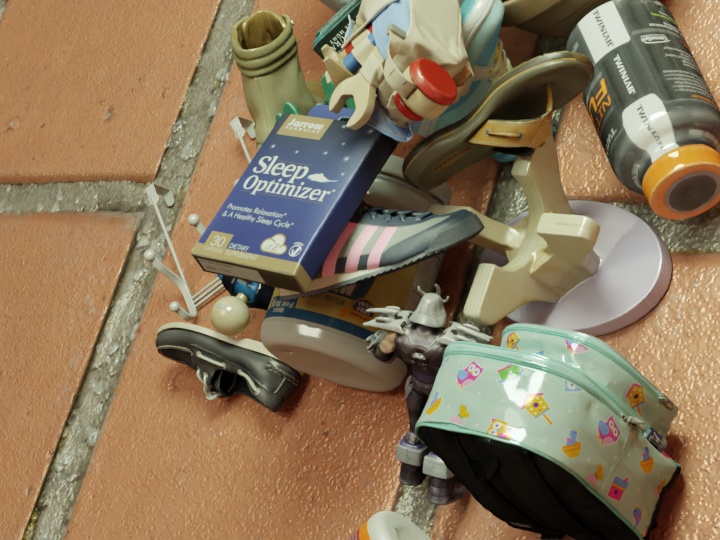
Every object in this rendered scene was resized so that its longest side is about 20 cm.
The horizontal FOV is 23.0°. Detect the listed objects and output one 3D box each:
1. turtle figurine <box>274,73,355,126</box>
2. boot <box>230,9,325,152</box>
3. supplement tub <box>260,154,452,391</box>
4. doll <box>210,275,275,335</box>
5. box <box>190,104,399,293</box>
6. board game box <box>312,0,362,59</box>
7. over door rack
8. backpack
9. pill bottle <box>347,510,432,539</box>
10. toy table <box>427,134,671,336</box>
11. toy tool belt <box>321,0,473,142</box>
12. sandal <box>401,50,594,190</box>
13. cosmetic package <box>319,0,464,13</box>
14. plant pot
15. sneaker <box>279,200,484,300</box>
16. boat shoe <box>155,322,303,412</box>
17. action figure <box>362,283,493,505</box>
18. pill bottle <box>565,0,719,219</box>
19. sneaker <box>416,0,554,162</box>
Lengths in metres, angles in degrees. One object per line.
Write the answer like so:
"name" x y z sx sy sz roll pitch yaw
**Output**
"turtle figurine" 0.008 -0.171 1.718 0.101 0.200 0.150 43 122 11
"boot" -0.078 -0.197 1.817 0.073 0.156 0.200 -6 26 16
"supplement tub" 0.000 0.000 1.677 0.145 0.145 0.200 4 70 43
"doll" -0.093 -0.018 1.801 0.136 0.048 0.200 22 67 20
"box" -0.050 -0.075 1.549 0.121 0.032 0.200 11 57 37
"board game box" 0.036 -0.275 1.661 0.200 0.028 0.135 -42 9 9
"over door rack" -0.168 -0.063 1.925 0.148 0.067 0.200 -36 47 21
"backpack" 0.148 0.128 1.429 0.176 0.200 0.154 9 73 45
"pill bottle" -0.014 0.312 1.536 0.200 0.110 0.110 -46 44 12
"toy table" 0.161 -0.022 1.566 0.200 0.117 0.184 -8 61 40
"toy tool belt" 0.028 -0.166 1.517 0.123 0.125 0.200 -46 26 30
"sandal" 0.122 -0.118 1.520 0.200 0.082 0.055 -33 63 23
"cosmetic package" 0.015 -0.341 1.820 0.165 0.200 0.165 -55 43 2
"plant pot" 0.215 -0.284 1.661 0.201 0.093 0.201 -40 19 17
"sneaker" 0.007 -0.035 1.545 0.200 0.070 0.082 -17 90 19
"boat shoe" -0.145 0.100 1.806 0.200 0.073 0.063 10 70 40
"action figure" 0.062 0.100 1.544 0.130 0.069 0.200 19 123 34
"pill bottle" 0.257 -0.139 1.553 0.106 0.106 0.200 -36 47 22
"sneaker" 0.132 -0.177 1.652 0.200 0.130 0.080 113 180 -59
